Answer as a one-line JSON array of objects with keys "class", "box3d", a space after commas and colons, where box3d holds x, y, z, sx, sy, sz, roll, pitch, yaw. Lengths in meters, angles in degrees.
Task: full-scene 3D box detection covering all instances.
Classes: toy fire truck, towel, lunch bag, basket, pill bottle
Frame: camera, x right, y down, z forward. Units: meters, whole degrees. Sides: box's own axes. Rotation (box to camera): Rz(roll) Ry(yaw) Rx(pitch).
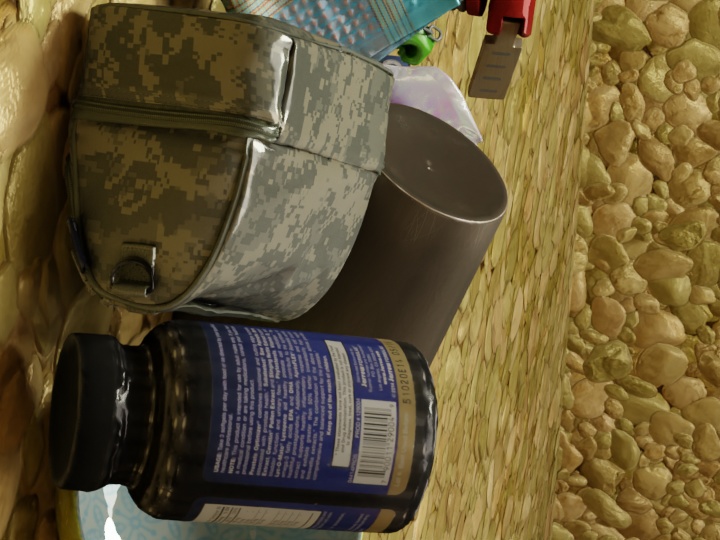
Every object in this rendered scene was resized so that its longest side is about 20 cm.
[{"class": "toy fire truck", "box3d": [0.083, -0.244, 1.605, 0.129, 0.176, 0.200, -43, 140, -71]}, {"class": "towel", "box3d": [-0.028, -0.208, 1.155, 0.147, 0.022, 0.200, -35, 126, -9]}, {"class": "lunch bag", "box3d": [-0.079, -0.054, 1.067, 0.200, 0.139, 0.168, 11, 86, -68]}, {"class": "basket", "box3d": [0.000, 0.000, 1.226, 0.200, 0.180, 0.136, -54, -163, 32]}, {"class": "pill bottle", "box3d": [-0.067, 0.086, 1.031, 0.112, 0.200, 0.112, -173, -90, -70]}]

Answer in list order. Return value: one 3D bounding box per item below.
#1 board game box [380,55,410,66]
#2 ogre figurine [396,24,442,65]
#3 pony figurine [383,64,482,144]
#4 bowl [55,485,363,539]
[{"class": "board game box", "box3d": [0.018, -0.068, 1.615, 0.136, 0.035, 0.200, -94, -171, -49]}, {"class": "ogre figurine", "box3d": [-0.021, -0.234, 1.257, 0.120, 0.098, 0.200, 20, 58, -58]}, {"class": "pony figurine", "box3d": [-0.014, -0.124, 1.344, 0.200, 0.166, 0.193, -60, 136, -65]}, {"class": "bowl", "box3d": [-0.108, 0.145, 1.130, 0.108, 0.200, 0.200, -23, -134, 53]}]
